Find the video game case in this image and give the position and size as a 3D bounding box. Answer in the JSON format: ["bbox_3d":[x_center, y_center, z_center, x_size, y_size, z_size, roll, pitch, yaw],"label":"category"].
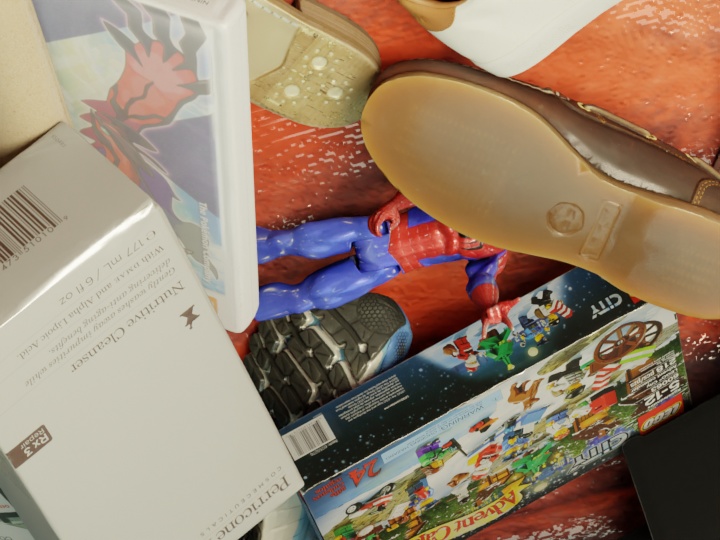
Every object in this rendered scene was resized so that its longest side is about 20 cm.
[{"bbox_3d":[-0.131,-0.067,1.209,0.182,0.023,0.200,19,143,15],"label":"video game case"}]

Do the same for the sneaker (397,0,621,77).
[{"bbox_3d":[0.092,-0.156,1.179,0.085,0.073,0.200,26,129,-33],"label":"sneaker"}]

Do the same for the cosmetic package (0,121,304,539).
[{"bbox_3d":[-0.113,0.049,1.205,0.113,0.081,0.200,-40,137,-11],"label":"cosmetic package"}]

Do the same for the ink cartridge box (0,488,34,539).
[{"bbox_3d":[-0.190,0.059,1.324,0.146,0.084,0.200,0,144,28],"label":"ink cartridge box"}]

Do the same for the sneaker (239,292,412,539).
[{"bbox_3d":[-0.012,0.078,1.431,0.090,0.078,0.200,-7,144,-29],"label":"sneaker"}]

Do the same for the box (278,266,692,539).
[{"bbox_3d":[0.063,0.075,1.382,0.200,0.038,0.137,-29,150,-4],"label":"box"}]

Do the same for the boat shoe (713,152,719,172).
[{"bbox_3d":[0.206,-0.039,1.326,0.074,0.065,0.202,-6,137,-1],"label":"boat shoe"}]

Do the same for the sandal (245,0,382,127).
[{"bbox_3d":[-0.081,-0.096,1.221,0.212,0.070,0.078,19,131,-25],"label":"sandal"}]

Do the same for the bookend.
[{"bbox_3d":[0.185,0.139,1.465,0.200,0.092,0.199,-33,144,24],"label":"bookend"}]

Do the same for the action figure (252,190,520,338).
[{"bbox_3d":[0.000,0.000,1.314,0.200,0.099,0.065,-16,107,6],"label":"action figure"}]

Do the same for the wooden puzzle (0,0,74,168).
[{"bbox_3d":[-0.219,-0.103,1.184,0.200,0.037,0.185,9,141,20],"label":"wooden puzzle"}]

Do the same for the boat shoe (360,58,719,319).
[{"bbox_3d":[0.093,-0.042,1.280,0.200,0.070,0.070,28,120,-10],"label":"boat shoe"}]
